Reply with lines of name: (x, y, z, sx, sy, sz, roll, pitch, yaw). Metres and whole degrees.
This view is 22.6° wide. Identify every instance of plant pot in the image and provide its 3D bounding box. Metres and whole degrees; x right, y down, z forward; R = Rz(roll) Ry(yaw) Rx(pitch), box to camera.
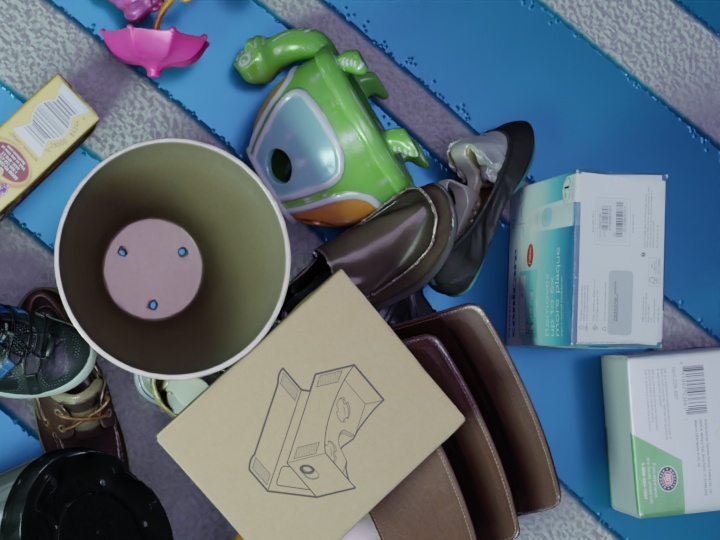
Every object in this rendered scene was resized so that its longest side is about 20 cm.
plant pot: (-0.164, -0.006, 1.500, 0.185, 0.200, 0.190, 0, 88, -11)

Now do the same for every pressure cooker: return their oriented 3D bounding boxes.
pressure cooker: (-0.269, 0.251, 1.470, 0.178, 0.199, 0.177, 39, 47, -30)

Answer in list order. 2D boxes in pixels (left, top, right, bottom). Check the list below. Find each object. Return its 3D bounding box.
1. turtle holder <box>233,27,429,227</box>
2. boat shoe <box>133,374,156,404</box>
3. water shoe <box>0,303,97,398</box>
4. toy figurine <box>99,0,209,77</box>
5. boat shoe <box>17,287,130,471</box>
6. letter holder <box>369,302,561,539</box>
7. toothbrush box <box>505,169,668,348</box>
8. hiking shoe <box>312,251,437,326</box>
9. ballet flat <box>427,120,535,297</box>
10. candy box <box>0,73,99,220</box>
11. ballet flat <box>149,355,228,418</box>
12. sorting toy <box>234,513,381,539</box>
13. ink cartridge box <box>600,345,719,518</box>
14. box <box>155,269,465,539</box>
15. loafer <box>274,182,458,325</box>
turtle holder: (-0.036, -0.124, 1.565, 0.131, 0.141, 0.186, -32, 103, 6)
boat shoe: (-0.099, 0.089, 1.579, 0.198, 0.062, 0.073, 0, 87, -11)
water shoe: (-0.311, 0.056, 1.458, 0.198, 0.079, 0.072, 9, 71, -11)
toy figurine: (-0.164, -0.265, 1.561, 0.200, 0.150, 0.184, 42, 90, 15)
boat shoe: (-0.247, 0.111, 1.542, 0.071, 0.072, 0.202, -16, 91, -12)
letter holder: (0.072, 0.147, 1.526, 0.141, 0.101, 0.202, -17, 105, 25)
toothbrush box: (0.194, -0.005, 1.574, 0.084, 0.200, 0.148, 3, 88, -10)
hiking shoe: (0.027, 0.062, 1.610, 0.100, 0.076, 0.202, -20, 86, 2)
ballet flat: (0.102, -0.071, 1.593, 0.068, 0.068, 0.201, 47, 52, -34)
candy box: (-0.311, -0.073, 1.515, 0.056, 0.117, 0.200, 45, 80, -7)
ballet flat: (-0.091, 0.121, 1.484, 0.198, 0.071, 0.071, 21, 82, 25)
sorting toy: (-0.031, 0.213, 1.559, 0.200, 0.106, 0.181, 39, 69, -38)
ink cartridge box: (0.330, 0.142, 1.653, 0.198, 0.087, 0.147, -5, 89, -10)
box: (-0.037, 0.126, 1.437, 0.200, 0.021, 0.164, -42, 98, -8)
loafer: (0.000, 0.000, 1.529, 0.200, 0.071, 0.073, -43, 61, 20)
